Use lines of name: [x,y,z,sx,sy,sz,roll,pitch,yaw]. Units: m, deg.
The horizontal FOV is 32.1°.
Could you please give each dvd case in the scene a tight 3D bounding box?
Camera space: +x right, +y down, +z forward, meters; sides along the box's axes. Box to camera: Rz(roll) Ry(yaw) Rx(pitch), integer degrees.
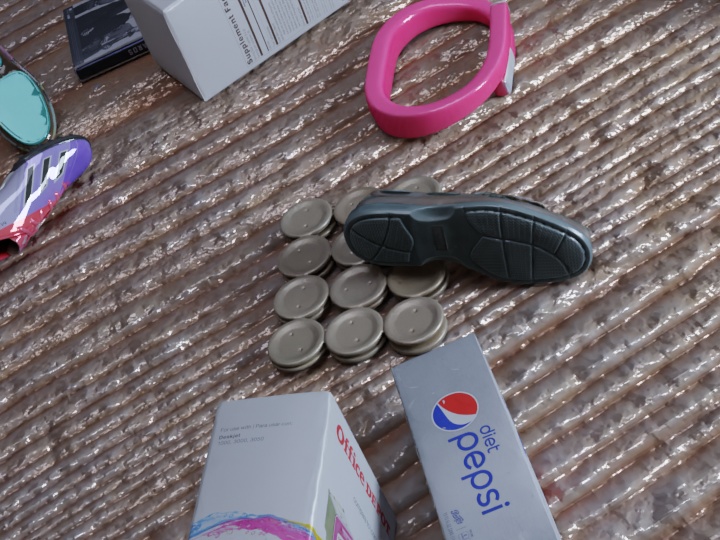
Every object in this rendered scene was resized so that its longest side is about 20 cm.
dvd case: [-0.252,-0.307,1.476,0.199,0.025,0.151,-24,41,0]

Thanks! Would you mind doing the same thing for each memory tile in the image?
memory tile: [0.000,0.000,1.044,0.152,0.017,0.201,-12,42,14]

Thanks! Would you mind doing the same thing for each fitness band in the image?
fitness band: [0.076,-0.202,1.202,0.142,0.038,0.201,-9,43,18]

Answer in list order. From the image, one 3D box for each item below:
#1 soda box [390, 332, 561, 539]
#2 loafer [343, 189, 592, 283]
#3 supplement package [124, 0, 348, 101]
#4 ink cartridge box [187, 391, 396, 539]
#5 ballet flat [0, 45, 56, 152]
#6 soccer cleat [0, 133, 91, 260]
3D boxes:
soda box: [0.080,0.138,0.826,0.068,0.064,0.201,-23,41,3]
loafer: [0.087,-0.039,0.991,0.198,0.072,0.063,6,39,16]
supplement package: [-0.137,-0.299,1.340,0.199,0.120,0.121,-37,44,-14]
ink cartridge box: [-0.043,0.196,0.762,0.084,0.145,0.201,-10,43,16]
ballet flat: [-0.401,-0.203,1.386,0.069,0.071,0.200,-38,79,-19]
soccer cleat: [-0.336,-0.058,1.238,0.200,0.068,0.073,-40,67,-22]
